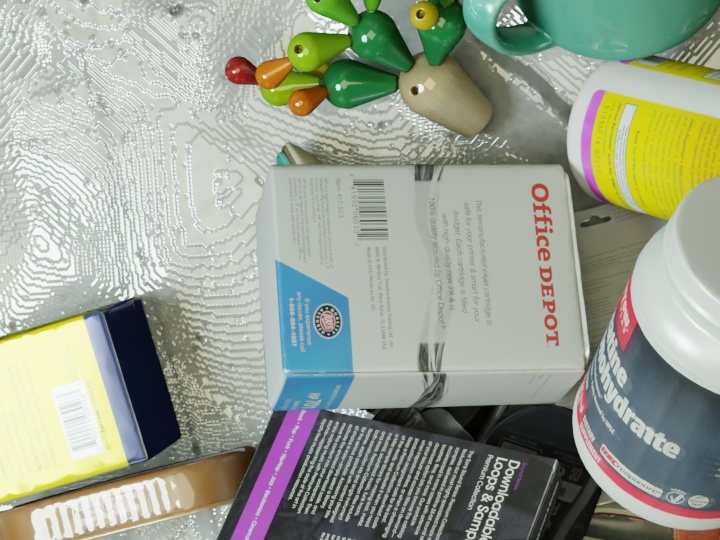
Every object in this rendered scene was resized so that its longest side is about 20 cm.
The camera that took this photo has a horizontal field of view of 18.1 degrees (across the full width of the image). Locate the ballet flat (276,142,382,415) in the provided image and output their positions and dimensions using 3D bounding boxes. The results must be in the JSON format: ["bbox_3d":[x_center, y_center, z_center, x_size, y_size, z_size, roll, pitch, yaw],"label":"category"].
[{"bbox_3d":[0.000,0.000,1.573,0.069,0.069,0.201,-17,93,9],"label":"ballet flat"}]

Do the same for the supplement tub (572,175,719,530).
[{"bbox_3d":[0.220,0.052,1.392,0.140,0.141,0.200,24,137,6],"label":"supplement tub"}]

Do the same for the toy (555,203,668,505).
[{"bbox_3d":[0.184,0.055,1.542,0.115,0.047,0.201,-15,71,7],"label":"toy"}]

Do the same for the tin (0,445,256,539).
[{"bbox_3d":[-0.163,0.162,1.576,0.199,0.112,0.042,-15,92,8],"label":"tin"}]

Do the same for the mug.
[{"bbox_3d":[0.155,-0.210,1.487,0.184,0.115,0.153,-10,53,5],"label":"mug"}]

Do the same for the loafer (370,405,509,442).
[{"bbox_3d":[0.048,0.112,1.524,0.068,0.070,0.201,46,68,-26],"label":"loafer"}]

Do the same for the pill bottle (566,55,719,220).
[{"bbox_3d":[0.238,-0.075,1.462,0.200,0.104,0.105,19,98,43],"label":"pill bottle"}]

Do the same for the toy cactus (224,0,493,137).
[{"bbox_3d":[0.021,-0.151,1.534,0.200,0.103,0.165,-36,124,29],"label":"toy cactus"}]

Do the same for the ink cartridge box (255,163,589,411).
[{"bbox_3d":[0.037,0.011,1.482,0.199,0.086,0.147,0,69,-12],"label":"ink cartridge box"}]

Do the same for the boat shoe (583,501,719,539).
[{"bbox_3d":[0.157,0.160,1.556,0.199,0.071,0.063,7,135,7],"label":"boat shoe"}]

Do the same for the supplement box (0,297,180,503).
[{"bbox_3d":[-0.243,0.101,1.584,0.199,0.109,0.110,-17,92,9],"label":"supplement box"}]

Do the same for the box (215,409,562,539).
[{"bbox_3d":[0.014,0.167,1.441,0.199,0.036,0.143,10,55,22],"label":"box"}]

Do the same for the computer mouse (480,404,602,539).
[{"bbox_3d":[0.091,0.176,1.471,0.138,0.053,0.200,20,60,27],"label":"computer mouse"}]
